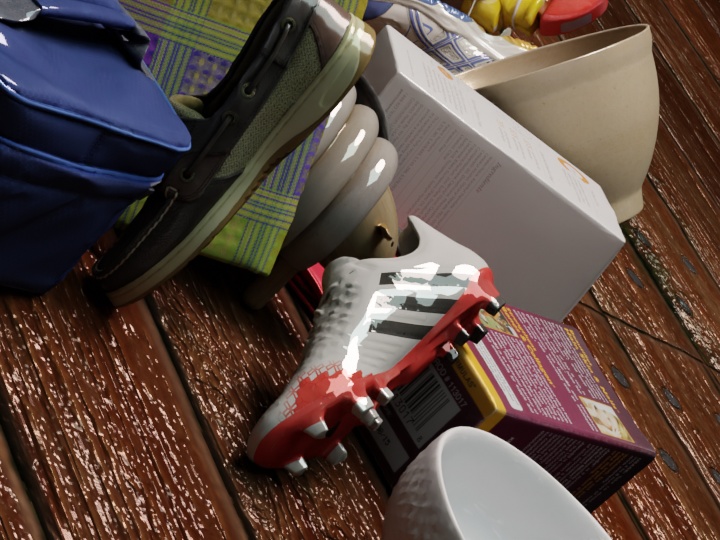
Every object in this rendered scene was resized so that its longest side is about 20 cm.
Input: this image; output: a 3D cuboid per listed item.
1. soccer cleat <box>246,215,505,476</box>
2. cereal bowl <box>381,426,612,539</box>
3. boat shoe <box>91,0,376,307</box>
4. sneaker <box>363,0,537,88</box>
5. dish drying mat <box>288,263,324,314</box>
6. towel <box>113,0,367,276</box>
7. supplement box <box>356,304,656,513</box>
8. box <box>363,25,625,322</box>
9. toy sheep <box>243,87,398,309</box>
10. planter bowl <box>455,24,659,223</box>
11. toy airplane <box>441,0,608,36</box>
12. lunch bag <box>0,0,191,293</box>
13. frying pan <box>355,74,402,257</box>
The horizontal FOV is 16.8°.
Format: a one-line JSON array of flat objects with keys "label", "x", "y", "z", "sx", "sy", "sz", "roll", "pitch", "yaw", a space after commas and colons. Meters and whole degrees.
[{"label": "soccer cleat", "x": -0.005, "y": 0.039, "z": 1.344, "sx": 0.085, "sy": 0.069, "sz": 0.200, "roll": 43, "pitch": 53, "yaw": 14}, {"label": "cereal bowl", "x": 0.081, "y": 0.186, "z": 1.303, "sx": 0.200, "sy": 0.083, "sz": 0.200, "roll": 41, "pitch": 21, "yaw": -19}, {"label": "boat shoe", "x": -0.078, "y": -0.069, "z": 1.281, "sx": 0.065, "sy": 0.200, "sz": 0.073, "roll": 41, "pitch": 6, "yaw": -16}, {"label": "sneaker", "x": 0.067, "y": -0.159, "z": 1.954, "sx": 0.199, "sy": 0.089, "sz": 0.075, "roll": 23, "pitch": -7, "yaw": -4}, {"label": "dish drying mat", "x": 0.000, "y": 0.000, "z": 1.587, "sx": 0.077, "sy": 0.018, "sz": 0.200, "roll": 52, "pitch": 19, "yaw": 15}, {"label": "towel", "x": -0.082, "y": -0.111, "z": 1.347, "sx": 0.143, "sy": 0.201, "sz": 0.023, "roll": 18, "pitch": -7, "yaw": -11}, {"label": "supplement box", "x": 0.080, "y": 0.084, "z": 1.491, "sx": 0.199, "sy": 0.086, "sz": 0.111, "roll": 19, "pitch": 34, "yaw": -53}, {"label": "box", "x": 0.070, "y": -0.060, "z": 1.682, "sx": 0.199, "sy": 0.098, "sz": 0.125, "roll": 35, "pitch": 14, "yaw": -14}, {"label": "toy sheep", "x": -0.055, "y": -0.067, "z": 1.425, "sx": 0.200, "sy": 0.138, "sz": 0.138, "roll": 42, "pitch": 20, "yaw": -15}, {"label": "planter bowl", "x": 0.139, "y": -0.092, "z": 1.842, "sx": 0.200, "sy": 0.199, "sz": 0.136, "roll": -41, "pitch": 116, "yaw": -71}, {"label": "toy airplane", "x": 0.083, "y": -0.238, "z": 2.062, "sx": 0.199, "sy": 0.198, "sz": 0.142, "roll": 21, "pitch": 75, "yaw": -37}, {"label": "lunch bag", "x": -0.176, "y": -0.083, "z": 1.197, "sx": 0.136, "sy": 0.132, "sz": 0.200, "roll": 56, "pitch": 21, "yaw": 22}, {"label": "frying pan", "x": 0.002, "y": -0.063, "z": 1.582, "sx": 0.190, "sy": 0.031, "sz": 0.116, "roll": 36, "pitch": 57, "yaw": -42}]
